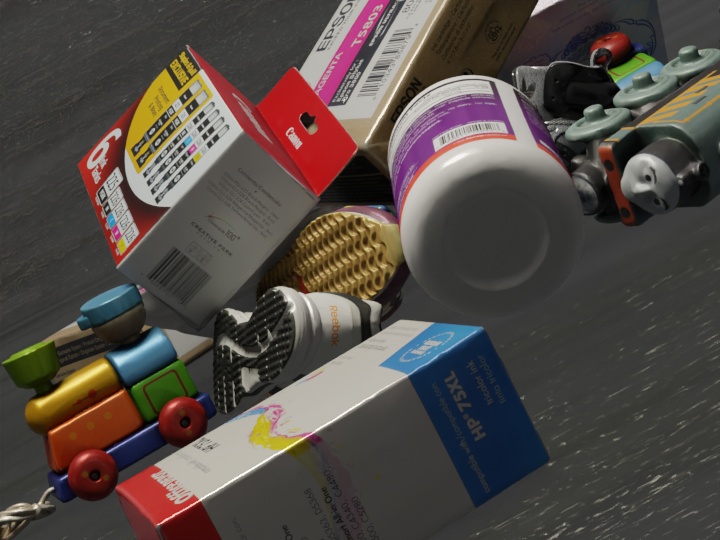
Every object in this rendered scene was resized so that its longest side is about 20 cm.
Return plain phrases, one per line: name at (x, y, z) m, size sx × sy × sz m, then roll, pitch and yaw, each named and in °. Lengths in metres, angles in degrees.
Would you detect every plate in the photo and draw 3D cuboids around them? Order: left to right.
plate at (-0.063, 0.013, 1.296) m, size 0.198 × 0.033 × 0.200 m, roll -25°, pitch -16°, yaw 20°

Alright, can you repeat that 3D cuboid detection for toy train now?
toy train at (-0.208, 0.101, 1.099) m, size 0.199 × 0.116 × 0.085 m, roll -29°, pitch 8°, yaw -18°
toy train at (0.173, -0.112, 1.341) m, size 0.199 × 0.085 × 0.116 m, roll -29°, pitch 24°, yaw -6°
toy train at (0.223, -0.094, 1.072) m, size 0.199 × 0.086 × 0.114 m, roll -33°, pitch 19°, yaw -33°

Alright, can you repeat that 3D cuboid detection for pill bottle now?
pill bottle at (0.075, -0.057, 1.048) m, size 0.112 × 0.113 × 0.200 m, roll -26°, pitch 21°, yaw 8°

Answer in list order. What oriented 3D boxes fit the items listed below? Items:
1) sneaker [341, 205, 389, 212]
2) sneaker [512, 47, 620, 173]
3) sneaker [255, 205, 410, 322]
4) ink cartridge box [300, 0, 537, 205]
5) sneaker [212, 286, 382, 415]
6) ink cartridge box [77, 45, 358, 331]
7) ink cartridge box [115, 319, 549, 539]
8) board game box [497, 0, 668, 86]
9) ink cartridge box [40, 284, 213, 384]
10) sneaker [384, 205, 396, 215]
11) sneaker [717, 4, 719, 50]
sneaker at (0.026, -0.041, 1.460) m, size 0.200 × 0.076 × 0.105 m, roll -39°, pitch 25°, yaw -27°
sneaker at (0.125, -0.090, 1.207) m, size 0.199 × 0.115 × 0.075 m, roll -29°, pitch 16°, yaw -23°
sneaker at (0.000, 0.000, 1.150) m, size 0.089 × 0.076 × 0.200 m, roll -12°, pitch -9°, yaw -31°
ink cartridge box at (0.026, -0.151, 1.262) m, size 0.164 × 0.075 × 0.201 m, roll 2°, pitch 58°, yaw 54°
sneaker at (-0.047, 0.056, 1.093) m, size 0.079 × 0.074 × 0.200 m, roll 0°, pitch -8°, yaw -23°
ink cartridge box at (-0.109, -0.082, 1.197) m, size 0.176 × 0.084 × 0.200 m, roll -47°, pitch 30°, yaw 6°
ink cartridge box at (-0.033, 0.099, 0.702) m, size 0.199 × 0.068 × 0.116 m, roll -30°, pitch 8°, yaw -15°
board game box at (0.172, -0.177, 1.435) m, size 0.199 × 0.044 × 0.199 m, roll -27°, pitch -36°, yaw -1°
ink cartridge box at (-0.179, 0.043, 1.538) m, size 0.164 × 0.076 × 0.200 m, roll -21°, pitch 9°, yaw 45°
sneaker at (0.050, -0.058, 1.320) m, size 0.077 × 0.087 × 0.200 m, roll -36°, pitch 23°, yaw 1°
sneaker at (0.321, -0.201, 1.308) m, size 0.076 × 0.115 × 0.199 m, roll -26°, pitch 6°, yaw -4°
